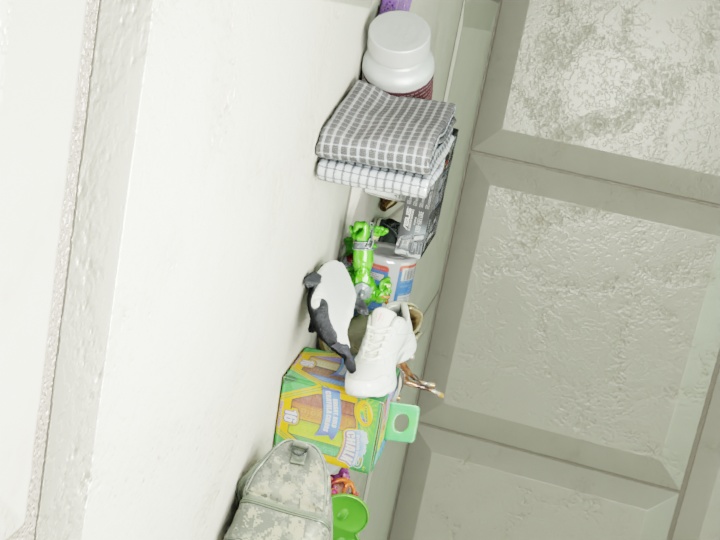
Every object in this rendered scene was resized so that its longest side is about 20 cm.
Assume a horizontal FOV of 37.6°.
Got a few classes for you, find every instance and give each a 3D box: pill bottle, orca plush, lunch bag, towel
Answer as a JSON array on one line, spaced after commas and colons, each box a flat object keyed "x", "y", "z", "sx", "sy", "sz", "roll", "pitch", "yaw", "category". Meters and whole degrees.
[{"x": 0.056, "y": -0.281, "z": 1.587, "sx": 0.201, "sy": 0.108, "sz": 0.110, "roll": 91, "pitch": 15, "yaw": -52, "category": "pill bottle"}, {"x": -0.043, "y": 0.073, "z": 1.520, "sx": 0.071, "sy": 0.104, "sz": 0.201, "roll": -52, "pitch": -139, "yaw": 31, "category": "orca plush"}, {"x": 0.031, "y": 0.058, "z": 1.907, "sx": 0.112, "sy": 0.111, "sz": 0.202, "roll": -49, "pitch": 151, "yaw": -71, "category": "pill bottle"}, {"x": -0.098, "y": 0.342, "z": 1.432, "sx": 0.201, "sy": 0.138, "sz": 0.169, "roll": 92, "pitch": 15, "yaw": -53, "category": "lunch bag"}, {"x": 0.040, "y": -0.186, "z": 1.464, "sx": 0.201, "sy": 0.163, "sz": 0.086, "roll": -64, "pitch": 159, "yaw": -54, "category": "towel"}]

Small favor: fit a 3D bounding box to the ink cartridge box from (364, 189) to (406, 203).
[{"x": 0.077, "y": -0.219, "z": 1.880, "sx": 0.200, "sy": 0.082, "sz": 0.147, "roll": -54, "pitch": 156, "yaw": -69, "category": "ink cartridge box"}]

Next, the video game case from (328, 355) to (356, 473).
[{"x": -0.019, "y": 0.220, "z": 1.797, "sx": 0.182, "sy": 0.022, "sz": 0.203, "roll": -29, "pitch": 120, "yaw": -52, "category": "video game case"}]

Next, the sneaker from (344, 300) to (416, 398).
[{"x": 0.024, "y": 0.107, "z": 1.521, "sx": 0.200, "sy": 0.077, "sz": 0.101, "roll": -56, "pitch": 146, "yaw": -58, "category": "sneaker"}]

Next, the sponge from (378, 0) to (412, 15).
[{"x": 0.065, "y": -0.447, "z": 1.658, "sx": 0.112, "sy": 0.029, "sz": 0.202, "roll": 66, "pitch": 38, "yaw": -75, "category": "sponge"}]

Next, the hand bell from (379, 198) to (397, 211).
[{"x": 0.088, "y": -0.183, "z": 2.075, "sx": 0.200, "sy": 0.103, "sz": 0.105, "roll": -52, "pitch": 157, "yaw": -38, "category": "hand bell"}]

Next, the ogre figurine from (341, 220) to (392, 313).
[{"x": 0.000, "y": 0.000, "z": 1.709, "sx": 0.200, "sy": 0.097, "sz": 0.122, "roll": 152, "pitch": -59, "yaw": -65, "category": "ogre figurine"}]

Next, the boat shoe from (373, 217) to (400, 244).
[{"x": 0.053, "y": -0.061, "z": 2.025, "sx": 0.200, "sy": 0.062, "sz": 0.076, "roll": -38, "pitch": 142, "yaw": -74, "category": "boat shoe"}]

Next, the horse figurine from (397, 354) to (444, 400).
[{"x": 0.048, "y": 0.169, "z": 1.726, "sx": 0.199, "sy": 0.132, "sz": 0.050, "roll": -11, "pitch": -127, "yaw": 59, "category": "horse figurine"}]

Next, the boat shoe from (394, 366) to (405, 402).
[{"x": 0.016, "y": 0.209, "z": 1.687, "sx": 0.059, "sy": 0.072, "sz": 0.201, "roll": -28, "pitch": 160, "yaw": -48, "category": "boat shoe"}]

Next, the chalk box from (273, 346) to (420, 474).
[{"x": -0.013, "y": 0.211, "z": 1.573, "sx": 0.124, "sy": 0.198, "sz": 0.126, "roll": -50, "pitch": 151, "yaw": -67, "category": "chalk box"}]

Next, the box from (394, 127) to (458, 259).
[{"x": 0.114, "y": -0.137, "z": 1.811, "sx": 0.158, "sy": 0.049, "sz": 0.202, "roll": -52, "pitch": 156, "yaw": -67, "category": "box"}]

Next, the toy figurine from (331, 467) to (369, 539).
[{"x": -0.055, "y": 0.400, "z": 1.797, "sx": 0.201, "sy": 0.149, "sz": 0.185, "roll": -56, "pitch": -168, "yaw": 22, "category": "toy figurine"}]

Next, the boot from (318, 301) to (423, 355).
[{"x": 0.047, "y": 0.093, "z": 1.729, "sx": 0.199, "sy": 0.154, "sz": 0.073, "roll": -5, "pitch": 79, "yaw": -50, "category": "boot"}]
